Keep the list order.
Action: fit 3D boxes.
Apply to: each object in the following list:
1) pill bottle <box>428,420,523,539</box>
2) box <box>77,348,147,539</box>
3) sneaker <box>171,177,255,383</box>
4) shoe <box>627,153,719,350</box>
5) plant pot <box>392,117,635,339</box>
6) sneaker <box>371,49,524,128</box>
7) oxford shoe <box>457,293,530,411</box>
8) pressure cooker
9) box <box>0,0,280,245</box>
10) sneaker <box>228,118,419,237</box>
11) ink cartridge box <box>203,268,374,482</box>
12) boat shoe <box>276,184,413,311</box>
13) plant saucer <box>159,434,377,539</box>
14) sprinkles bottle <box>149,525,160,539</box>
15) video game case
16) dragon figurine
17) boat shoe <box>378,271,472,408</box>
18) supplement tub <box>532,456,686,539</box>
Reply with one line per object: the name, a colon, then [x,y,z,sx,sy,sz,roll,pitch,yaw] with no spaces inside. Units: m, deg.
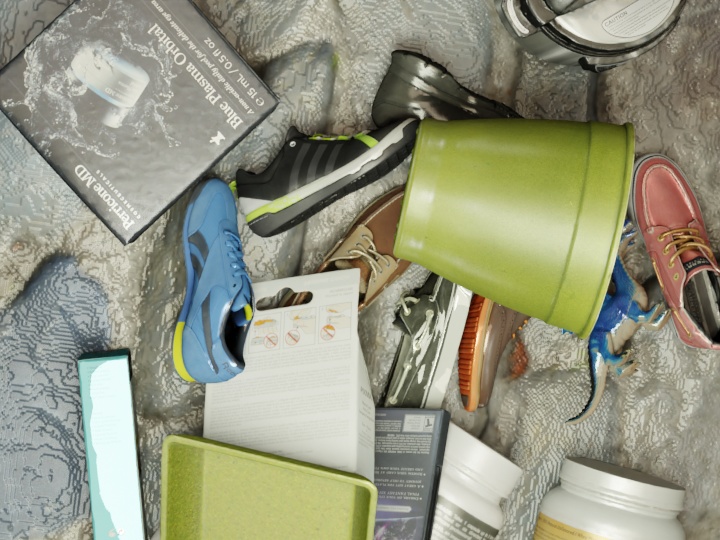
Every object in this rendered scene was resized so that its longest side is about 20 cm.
pill bottle: [0.067,0.251,1.704,0.113,0.114,0.201,32,88,-7]
box: [-0.234,0.179,1.681,0.049,0.082,0.202,-5,93,-6]
sneaker: [-0.125,0.007,1.656,0.078,0.066,0.202,-9,67,33]
shoe: [0.319,-0.019,1.734,0.071,0.091,0.202,-17,94,-6]
plant pot: [0.133,-0.057,1.618,0.191,0.200,0.202,13,91,0]
sneaker: [0.101,-0.133,1.722,0.199,0.076,0.091,30,98,0]
oxford shoe: [0.142,0.042,1.727,0.072,0.071,0.202,13,90,-11]
pressure cooker: [0.216,-0.281,1.657,0.177,0.200,0.178,16,90,-8]
box: [-0.211,-0.161,1.654,0.200,0.117,0.197,-43,96,-2]
sneaker: [-0.039,-0.107,1.686,0.199,0.072,0.083,-29,83,11]
ink cartridge box: [-0.066,0.107,1.655,0.159,0.047,0.202,-9,64,22]
boat shoe: [0.000,0.000,1.706,0.076,0.072,0.200,41,87,-6]
plant saucer: [-0.081,0.239,1.599,0.198,0.048,0.201,12,120,11]
sprinkles bottle: [-0.119,0.205,1.703,0.068,0.068,0.201,38,88,-7]
video game case: [0.006,0.228,1.671,0.142,0.019,0.202,-2,70,34]
dragon figurine: [0.234,0.051,1.734,0.099,0.059,0.201,32,92,28]
boat shoe: [0.065,0.050,1.717,0.063,0.071,0.202,13,92,-8]
supplement tub: [0.231,0.292,1.709,0.143,0.145,0.202,14,91,-7]
